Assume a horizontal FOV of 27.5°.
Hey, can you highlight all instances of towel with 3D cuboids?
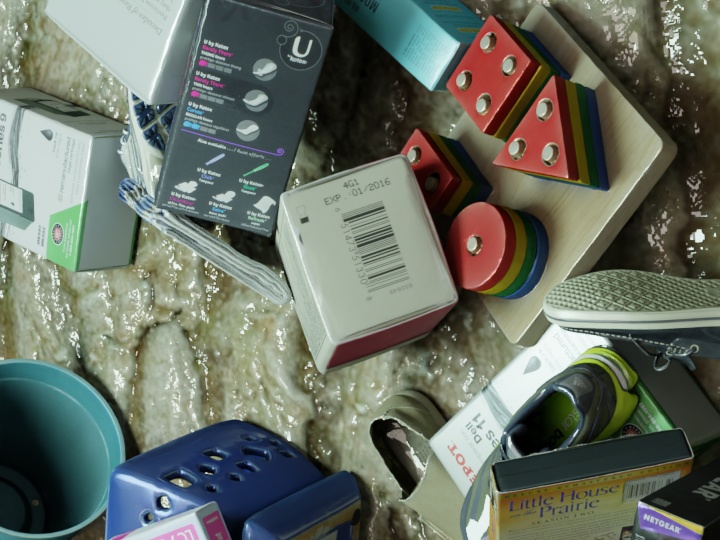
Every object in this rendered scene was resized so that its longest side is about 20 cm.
[{"bbox_3d":[-0.145,-0.029,1.335,0.024,0.146,0.200,-56,22,-2],"label":"towel"}]

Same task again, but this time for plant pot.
[{"bbox_3d":[-0.374,0.228,1.579,0.201,0.199,0.188,58,141,16],"label":"plant pot"},{"bbox_3d":[-0.110,0.270,1.363,0.179,0.199,0.202,12,104,30],"label":"plant pot"}]

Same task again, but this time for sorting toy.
[{"bbox_3d":[0.119,-0.082,1.153,0.201,0.069,0.199,-56,43,25],"label":"sorting toy"}]

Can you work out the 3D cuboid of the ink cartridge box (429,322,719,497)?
[{"bbox_3d":[0.170,0.133,1.183,0.200,0.083,0.147,-49,67,33],"label":"ink cartridge box"}]

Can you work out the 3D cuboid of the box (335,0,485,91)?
[{"bbox_3d":[0.029,-0.230,1.246,0.200,0.082,0.049,46,120,24],"label":"box"}]

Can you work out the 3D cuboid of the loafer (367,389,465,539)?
[{"bbox_3d":[0.072,0.192,1.280,0.200,0.068,0.076,47,122,24],"label":"loafer"}]

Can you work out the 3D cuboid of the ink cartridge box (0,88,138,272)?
[{"bbox_3d":[-0.326,-0.098,1.548,0.199,0.084,0.147,22,109,35],"label":"ink cartridge box"}]

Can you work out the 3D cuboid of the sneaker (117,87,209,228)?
[{"bbox_3d":[-0.208,-0.131,1.450,0.085,0.077,0.202,8,108,48],"label":"sneaker"}]

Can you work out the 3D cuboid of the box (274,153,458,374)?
[{"bbox_3d":[0.000,0.000,1.219,0.200,0.108,0.129,114,137,-79],"label":"box"}]

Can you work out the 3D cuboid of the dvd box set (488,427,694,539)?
[{"bbox_3d":[0.167,0.198,1.108,0.201,0.145,0.030,84,174,-49],"label":"dvd box set"}]

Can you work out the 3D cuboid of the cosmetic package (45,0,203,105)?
[{"bbox_3d":[-0.149,-0.279,1.327,0.166,0.167,0.201,40,120,28],"label":"cosmetic package"}]

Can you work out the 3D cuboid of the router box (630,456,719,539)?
[{"bbox_3d":[0.250,0.222,1.057,0.052,0.199,0.159,19,107,34],"label":"router box"}]

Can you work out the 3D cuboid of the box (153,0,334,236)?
[{"bbox_3d":[-0.095,-0.150,1.219,0.105,0.123,0.201,14,122,-9],"label":"box"}]

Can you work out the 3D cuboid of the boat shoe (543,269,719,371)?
[{"bbox_3d":[0.234,0.041,1.088,0.198,0.075,0.063,3,119,4],"label":"boat shoe"}]

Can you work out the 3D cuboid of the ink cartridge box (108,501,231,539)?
[{"bbox_3d":[-0.139,0.310,1.258,0.119,0.042,0.201,-23,90,28],"label":"ink cartridge box"}]

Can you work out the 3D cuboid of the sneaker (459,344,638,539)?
[{"bbox_3d":[0.126,0.140,1.113,0.074,0.081,0.201,43,119,26],"label":"sneaker"}]
